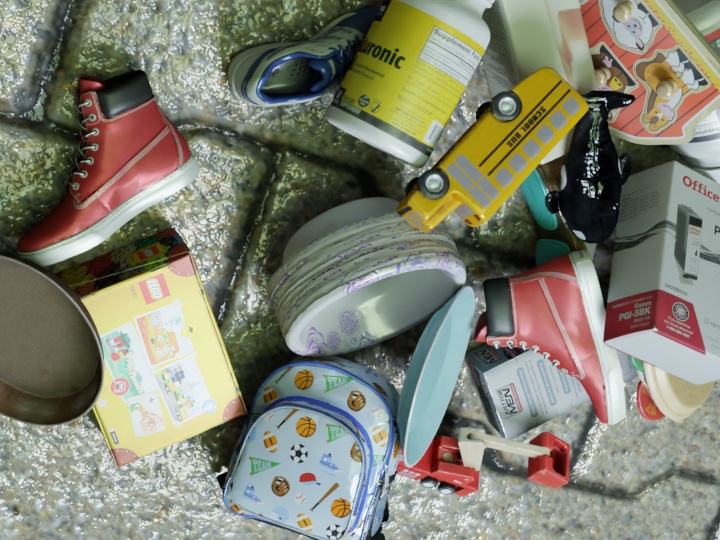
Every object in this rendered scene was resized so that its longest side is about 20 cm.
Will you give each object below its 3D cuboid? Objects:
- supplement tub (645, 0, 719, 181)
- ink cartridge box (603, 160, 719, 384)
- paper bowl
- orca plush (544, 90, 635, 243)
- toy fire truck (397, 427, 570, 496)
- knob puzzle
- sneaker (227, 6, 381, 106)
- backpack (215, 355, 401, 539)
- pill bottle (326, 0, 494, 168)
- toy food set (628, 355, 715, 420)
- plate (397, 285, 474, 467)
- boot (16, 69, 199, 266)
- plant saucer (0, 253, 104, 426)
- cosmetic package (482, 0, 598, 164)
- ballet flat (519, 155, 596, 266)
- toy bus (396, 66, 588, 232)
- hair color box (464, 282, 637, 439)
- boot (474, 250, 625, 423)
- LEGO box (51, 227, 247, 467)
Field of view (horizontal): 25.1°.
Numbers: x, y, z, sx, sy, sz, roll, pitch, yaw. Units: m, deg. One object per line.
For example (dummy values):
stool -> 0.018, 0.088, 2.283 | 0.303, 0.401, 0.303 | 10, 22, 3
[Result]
supplement tub -> 0.374, -0.211, 1.735 | 0.140, 0.140, 0.200 | -31, 118, -6
ink cartridge box -> 0.350, 0.003, 1.740 | 0.147, 0.083, 0.200 | 23, 65, -28
paper bowl -> 0.000, 0.000, 1.669 | 0.200, 0.104, 0.201 | -21, 158, -9
orca plush -> 0.259, -0.093, 1.679 | 0.105, 0.071, 0.200 | -12, 135, -28
toy fire truck -> 0.118, 0.205, 1.808 | 0.200, 0.141, 0.049 | 22, 57, -26
knob puzzle -> 0.275, -0.206, 1.684 | 0.030, 0.220, 0.220 | -39, 123, -35
sneaker -> -0.030, -0.204, 1.618 | 0.200, 0.088, 0.075 | -23, 115, -12
backpack -> -0.046, 0.186, 1.711 | 0.200, 0.154, 0.191 | 18, 92, 5
pill bottle -> 0.058, -0.210, 1.572 | 0.111, 0.111, 0.200 | 27, 92, -27
toy food set -> 0.357, 0.075, 1.844 | 0.200, 0.049, 0.198 | 17, 77, -54
plate -> 0.074, 0.108, 1.696 | 0.026, 0.200, 0.200 | 18, 107, 15
boot -> -0.273, -0.106, 1.578 | 0.200, 0.072, 0.144 | -36, 118, -13
plant saucer -> -0.333, 0.063, 1.587 | 0.200, 0.034, 0.200 | 12, 124, 18
cosmetic package -> 0.181, -0.226, 1.680 | 0.087, 0.103, 0.200 | -23, 118, -13
ballet flat -> 0.226, -0.051, 1.796 | 0.072, 0.068, 0.200 | -32, 116, -29
toy bus -> 0.127, -0.112, 1.585 | 0.078, 0.065, 0.200 | 44, 79, -5
hair color box -> 0.230, 0.103, 1.852 | 0.200, 0.061, 0.099 | -26, 116, -10
boot -> 0.205, 0.089, 1.767 | 0.144, 0.072, 0.200 | -18, 106, 4
LEGO box -> -0.221, 0.080, 1.664 | 0.149, 0.077, 0.200 | -22, 116, -11
